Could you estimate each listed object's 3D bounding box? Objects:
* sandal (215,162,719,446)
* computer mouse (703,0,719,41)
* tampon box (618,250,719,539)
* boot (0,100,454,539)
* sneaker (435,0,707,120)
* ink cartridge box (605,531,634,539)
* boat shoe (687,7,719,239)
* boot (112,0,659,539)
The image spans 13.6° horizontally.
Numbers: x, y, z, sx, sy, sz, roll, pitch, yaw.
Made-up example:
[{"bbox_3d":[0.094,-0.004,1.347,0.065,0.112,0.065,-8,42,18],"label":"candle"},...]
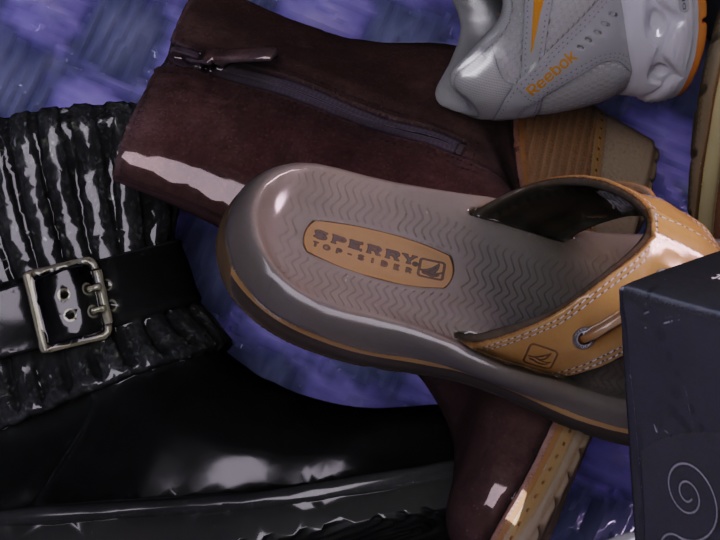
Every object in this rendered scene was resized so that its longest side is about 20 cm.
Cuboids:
[{"bbox_3d":[0.059,-0.001,0.868,0.199,0.055,0.082,15,45,-3],"label":"sandal"},{"bbox_3d":[0.201,-0.095,0.973,0.199,0.034,0.059,-2,81,10],"label":"computer mouse"},{"bbox_3d":[0.192,0.049,0.804,0.150,0.199,0.127,16,117,49],"label":"tampon box"},{"bbox_3d":[-0.052,0.021,0.985,0.210,0.079,0.159,-4,74,3],"label":"boot"},{"bbox_3d":[0.041,-0.140,0.921,0.092,0.076,0.201,-16,98,-11],"label":"sneaker"},{"bbox_3d":[0.055,0.197,0.937,0.144,0.084,0.201,-19,79,8],"label":"ink cartridge box"},{"bbox_3d":[0.144,-0.078,0.930,0.067,0.072,0.201,14,117,8],"label":"boat shoe"},{"bbox_3d":[0.000,0.000,0.938,0.166,0.073,0.200,18,45,-1],"label":"boot"}]
